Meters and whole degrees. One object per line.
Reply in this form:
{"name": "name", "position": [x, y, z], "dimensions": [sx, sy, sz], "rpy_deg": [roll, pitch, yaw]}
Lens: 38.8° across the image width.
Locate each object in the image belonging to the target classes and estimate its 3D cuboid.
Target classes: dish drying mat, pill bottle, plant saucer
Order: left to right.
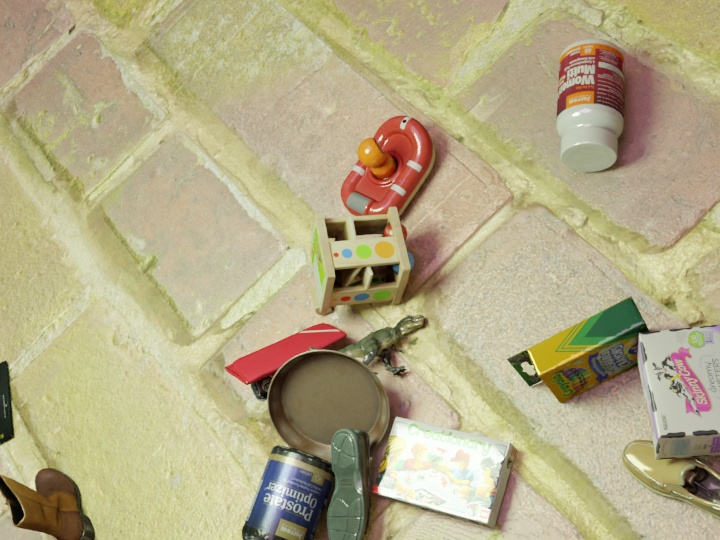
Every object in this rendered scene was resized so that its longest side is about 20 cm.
{"name": "pill bottle", "position": [-0.120, 0.387, 1.607], "dimensions": [0.112, 0.112, 0.201], "rpy_deg": [9, 70, 30]}
{"name": "dish drying mat", "position": [-0.123, 0.134, 1.701], "dimensions": [0.200, 0.018, 0.077], "rpy_deg": [-23, 28, -30]}
{"name": "plant saucer", "position": [-0.050, 0.214, 1.644], "dimensions": [0.200, 0.201, 0.035], "rpy_deg": [-22, 14, 15]}
{"name": "pill bottle", "position": [0.381, -0.273, 1.694], "dimensions": [0.109, 0.110, 0.201], "rpy_deg": [-4, 63, 25]}

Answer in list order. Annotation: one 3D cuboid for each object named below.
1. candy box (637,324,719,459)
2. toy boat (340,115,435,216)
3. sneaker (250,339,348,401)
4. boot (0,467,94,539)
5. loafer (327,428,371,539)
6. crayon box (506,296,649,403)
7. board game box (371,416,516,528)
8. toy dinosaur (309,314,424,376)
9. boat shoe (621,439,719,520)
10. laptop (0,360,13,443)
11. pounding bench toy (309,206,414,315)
{"name": "candy box", "position": [0.492, 0.162, 1.400], "dimensions": [0.199, 0.072, 0.168], "rpy_deg": [-7, 54, 8]}
{"name": "toy boat", "position": [0.038, -0.191, 1.811], "dimensions": [0.130, 0.131, 0.200], "rpy_deg": [28, 80, 34]}
{"name": "sneaker", "position": [-0.114, 0.186, 1.702], "dimensions": [0.200, 0.078, 0.112], "rpy_deg": [15, 33, 42]}
{"name": "boot", "position": [-0.569, 0.394, 1.774], "dimensions": [0.068, 0.200, 0.188], "rpy_deg": [-38, 55, 4]}
{"name": "loafer", "position": [-0.007, 0.347, 1.596], "dimensions": [0.072, 0.063, 0.201], "rpy_deg": [-2, 85, 37]}
{"name": "crayon box", "position": [0.330, 0.127, 1.505], "dimensions": [0.200, 0.126, 0.052], "rpy_deg": [-28, 56, 12]}
{"name": "board game box", "position": [0.127, 0.307, 1.570], "dimensions": [0.199, 0.035, 0.127], "rpy_deg": [8, 69, 30]}
{"name": "toy dinosaur", "position": [0.023, 0.135, 1.680], "dimensions": [0.199, 0.048, 0.088], "rpy_deg": [-17, 60, -19]}
{"name": "boat shoe", "position": [0.446, 0.280, 1.397], "dimensions": [0.200, 0.076, 0.072], "rpy_deg": [20, 77, 34]}
{"name": "laptop", "position": [-0.799, 0.276, 2.011], "dimensions": [0.200, 0.103, 0.178], "rpy_deg": [-26, 57, 13]}
{"name": "pounding bench toy", "position": [0.000, 0.000, 1.747], "dimensions": [0.155, 0.200, 0.125], "rpy_deg": [-5, 61, -11]}
